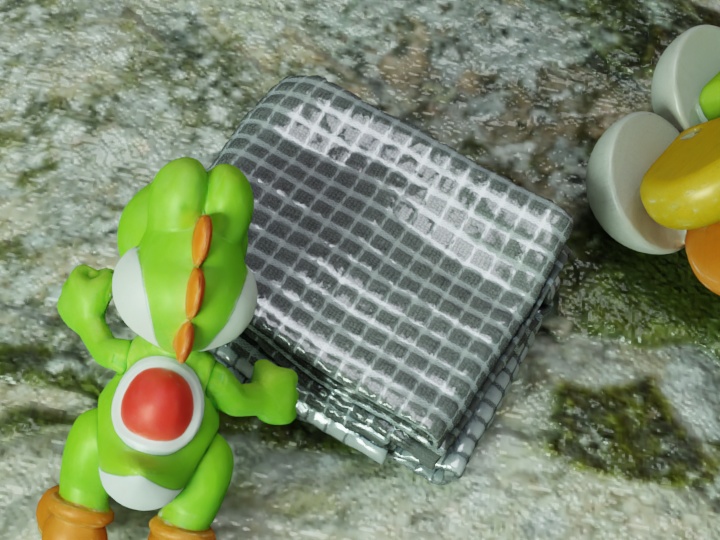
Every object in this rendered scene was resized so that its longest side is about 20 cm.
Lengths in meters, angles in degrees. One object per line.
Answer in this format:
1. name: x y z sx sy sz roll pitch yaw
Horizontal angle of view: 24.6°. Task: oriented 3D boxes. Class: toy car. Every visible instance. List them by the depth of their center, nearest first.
1. toy car: 0.243 -0.064 0.939 0.150 0.175 0.200 51 54 -17

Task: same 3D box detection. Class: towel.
1. towel: 0.000 0.000 0.873 0.199 0.086 0.166 29 56 9

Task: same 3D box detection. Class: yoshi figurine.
1. yoshi figurine: -0.090 0.040 0.779 0.112 0.201 0.112 26 18 38
